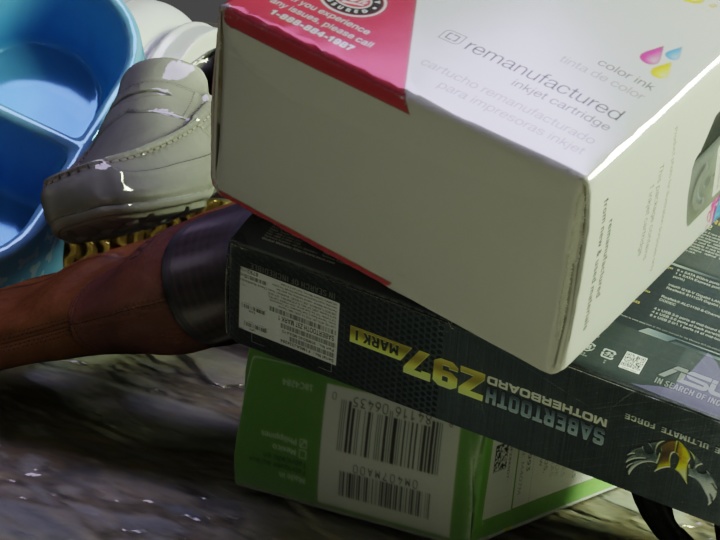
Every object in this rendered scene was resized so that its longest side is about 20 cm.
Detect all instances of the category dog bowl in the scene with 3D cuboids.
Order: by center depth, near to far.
[{"bbox_3d":[-0.168,-0.062,0.995,0.111,0.200,0.050,25,-33,3],"label":"dog bowl"}]

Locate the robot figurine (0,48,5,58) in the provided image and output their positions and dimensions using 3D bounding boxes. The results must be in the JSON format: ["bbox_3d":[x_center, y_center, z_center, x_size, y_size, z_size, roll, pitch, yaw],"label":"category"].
[{"bbox_3d":[-0.238,-0.078,1.133,0.200,0.151,0.125,-18,-48,44],"label":"robot figurine"}]

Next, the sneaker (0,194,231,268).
[{"bbox_3d":[-0.119,-0.015,1.073,0.199,0.075,0.090,3,17,-22],"label":"sneaker"}]

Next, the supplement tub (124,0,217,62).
[{"bbox_3d":[-0.175,-0.097,1.286,0.199,0.145,0.144,11,12,25],"label":"supplement tub"}]

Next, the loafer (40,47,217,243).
[{"bbox_3d":[-0.092,-0.059,0.963,0.070,0.070,0.200,-14,8,17],"label":"loafer"}]

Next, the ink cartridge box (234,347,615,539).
[{"bbox_3d":[0.049,0.052,0.859,0.104,0.060,0.200,13,12,30],"label":"ink cartridge box"}]

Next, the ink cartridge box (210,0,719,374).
[{"bbox_3d":[0.065,-0.074,0.744,0.147,0.086,0.200,27,47,25],"label":"ink cartridge box"}]

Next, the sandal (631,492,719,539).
[{"bbox_3d":[0.123,0.066,0.786,0.075,0.048,0.201,11,32,-37],"label":"sandal"}]

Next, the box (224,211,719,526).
[{"bbox_3d":[0.074,-0.005,0.768,0.199,0.051,0.158,20,43,17],"label":"box"}]

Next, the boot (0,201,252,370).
[{"bbox_3d":[-0.086,0.013,0.898,0.200,0.069,0.188,-15,10,28],"label":"boot"}]
